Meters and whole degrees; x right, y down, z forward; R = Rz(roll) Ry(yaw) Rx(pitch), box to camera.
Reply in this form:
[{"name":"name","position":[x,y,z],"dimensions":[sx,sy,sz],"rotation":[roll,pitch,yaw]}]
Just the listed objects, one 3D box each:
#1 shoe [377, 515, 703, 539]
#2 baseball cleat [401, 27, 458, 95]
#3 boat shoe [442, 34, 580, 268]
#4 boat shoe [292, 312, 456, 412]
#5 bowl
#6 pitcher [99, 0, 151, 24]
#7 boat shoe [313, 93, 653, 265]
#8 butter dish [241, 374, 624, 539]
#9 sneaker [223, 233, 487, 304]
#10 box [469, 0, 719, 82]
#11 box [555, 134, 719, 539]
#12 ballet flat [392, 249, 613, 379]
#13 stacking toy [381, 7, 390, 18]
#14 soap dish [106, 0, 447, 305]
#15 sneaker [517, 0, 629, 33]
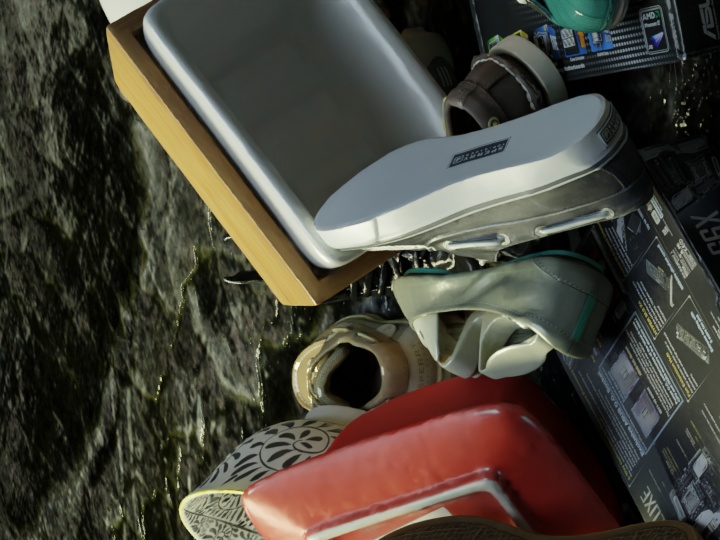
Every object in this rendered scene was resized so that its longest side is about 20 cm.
[{"name":"shoe","position":[0.090,0.171,1.330],"dimensions":[0.199,0.070,0.054],"rotation":[-4,128,25]},{"name":"baseball cleat","position":[0.008,-0.070,1.572],"dimensions":[0.200,0.069,0.107],"rotation":[-49,57,58]},{"name":"boat shoe","position":[0.082,-0.040,1.408],"dimensions":[0.072,0.059,0.200],"rotation":[36,150,33]},{"name":"boat shoe","position":[-0.006,0.068,1.658],"dimensions":[0.200,0.065,0.072],"rotation":[-12,90,63]},{"name":"bowl","position":[-0.010,0.148,1.624],"dimensions":[0.201,0.200,0.095],"rotation":[-33,34,61]},{"name":"pitcher","position":[-0.102,-0.164,1.564],"dimensions":[0.172,0.121,0.201],"rotation":[-117,15,-74]},{"name":"boat shoe","position":[0.064,-0.035,1.323],"dimensions":[0.199,0.072,0.068],"rotation":[-17,119,35]},{"name":"butter dish","position":[0.068,0.132,1.453],"dimensions":[0.199,0.148,0.200],"rotation":[-21,121,30]},{"name":"sneaker","position":[0.000,-0.003,1.576],"dimensions":[0.200,0.104,0.060],"rotation":[20,118,59]},{"name":"box","position":[0.114,-0.201,1.338],"dimensions":[0.200,0.047,0.194],"rotation":[-2,103,62]},{"name":"box","position":[0.179,0.056,1.318],"dimensions":[0.200,0.050,0.158],"rotation":[63,150,26]},{"name":"ballet flat","position":[0.067,0.029,1.386],"dimensions":[0.200,0.067,0.064],"rotation":[-10,60,62]},{"name":"stacking toy","position":[-0.013,-0.222,1.539],"dimensions":[0.110,0.116,0.201],"rotation":[31,141,48]},{"name":"soap dish","position":[-0.037,-0.087,1.453],"dimensions":[0.200,0.157,0.081],"rotation":[53,145,5]},{"name":"sneaker","position":[0.061,-0.180,1.311],"dimensions":[0.200,0.080,0.072],"rotation":[47,140,42]}]
